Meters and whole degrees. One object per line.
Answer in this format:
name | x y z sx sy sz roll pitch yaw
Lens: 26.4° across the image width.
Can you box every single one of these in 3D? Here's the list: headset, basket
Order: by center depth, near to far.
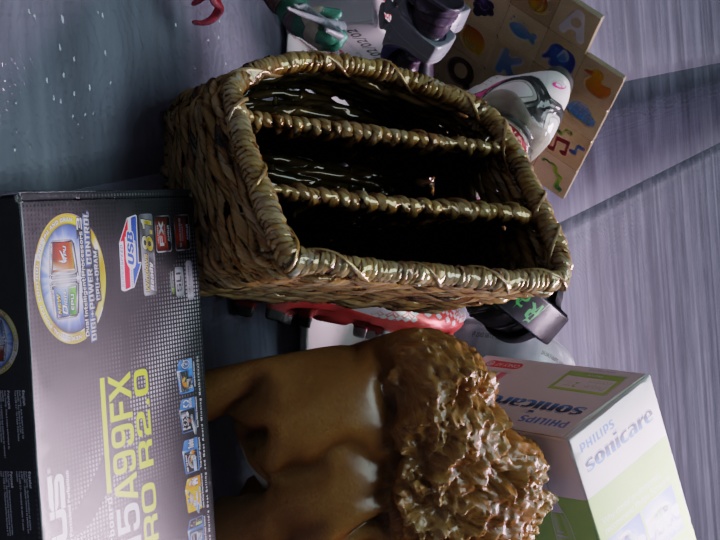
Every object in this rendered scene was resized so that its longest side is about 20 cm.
basket | 0.005 -0.054 0.857 0.199 0.149 0.144 5 82 -32
headset | 0.075 0.007 1.075 0.123 0.094 0.200 39 5 -9

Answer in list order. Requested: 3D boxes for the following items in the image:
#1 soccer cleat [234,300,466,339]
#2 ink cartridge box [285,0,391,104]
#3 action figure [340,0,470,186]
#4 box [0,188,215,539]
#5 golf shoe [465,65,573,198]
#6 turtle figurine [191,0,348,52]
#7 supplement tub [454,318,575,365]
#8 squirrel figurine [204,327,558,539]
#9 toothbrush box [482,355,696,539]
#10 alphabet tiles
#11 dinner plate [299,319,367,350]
soccer cleat | 0.000 0.000 0.981 0.199 0.068 0.086 12 87 -42
ink cartridge box | 0.002 -0.205 1.074 0.115 0.067 0.201 28 62 -64
action figure | 0.024 -0.108 1.012 0.130 0.069 0.201 -37 149 -53
box | -0.131 0.061 0.750 0.160 0.044 0.201 -7 93 -68
golf shoe | 0.092 -0.099 1.135 0.092 0.200 0.073 -45 104 -19
turtle figurine | -0.050 -0.209 0.911 0.200 0.100 0.151 -59 149 -74
supplement tub | 0.089 0.148 1.160 0.123 0.122 0.201 52 45 -54
squirrel figurine | 0.008 0.136 0.874 0.141 0.199 0.188 15 62 -73
toothbrush box | 0.132 0.166 0.984 0.086 0.145 0.201 -33 111 -34
alphabet tiles | 0.107 -0.144 1.148 0.006 0.166 0.200 -44 164 -37
dinner plate | -0.006 0.055 1.082 0.200 0.024 0.202 -2 90 -67
